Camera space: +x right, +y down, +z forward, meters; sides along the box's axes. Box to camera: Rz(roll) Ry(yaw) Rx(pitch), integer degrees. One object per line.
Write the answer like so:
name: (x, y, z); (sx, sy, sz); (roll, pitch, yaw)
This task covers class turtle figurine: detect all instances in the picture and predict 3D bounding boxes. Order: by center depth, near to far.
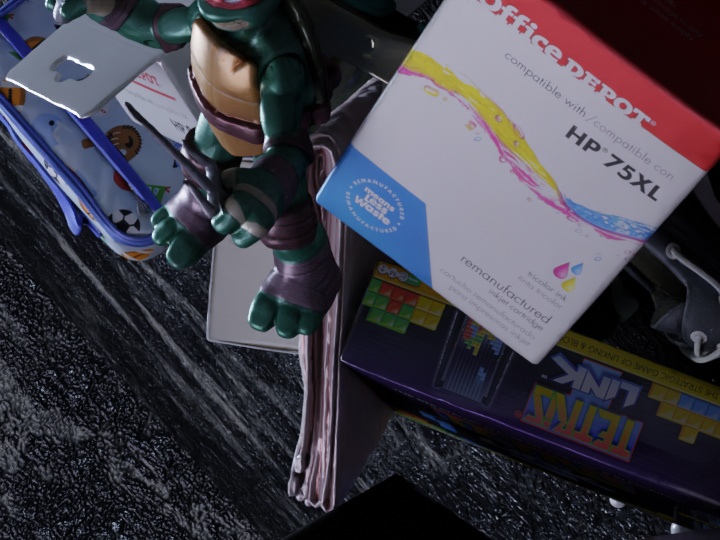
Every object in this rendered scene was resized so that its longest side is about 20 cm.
turtle figurine: (-0.056, -0.067, 0.890); (0.150, 0.100, 0.201); (54, 163, 36)

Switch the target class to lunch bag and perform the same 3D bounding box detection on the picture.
lunch bag: (-0.157, -0.111, 1.456); (0.200, 0.160, 0.076); (50, 167, 4)

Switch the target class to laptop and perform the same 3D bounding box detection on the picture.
laptop: (0.056, 0.201, 1.056); (0.187, 0.199, 0.117); (33, 118, 22)

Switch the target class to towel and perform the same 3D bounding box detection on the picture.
towel: (0.000, 0.000, 1.117); (0.200, 0.032, 0.193); (-52, -33, -69)

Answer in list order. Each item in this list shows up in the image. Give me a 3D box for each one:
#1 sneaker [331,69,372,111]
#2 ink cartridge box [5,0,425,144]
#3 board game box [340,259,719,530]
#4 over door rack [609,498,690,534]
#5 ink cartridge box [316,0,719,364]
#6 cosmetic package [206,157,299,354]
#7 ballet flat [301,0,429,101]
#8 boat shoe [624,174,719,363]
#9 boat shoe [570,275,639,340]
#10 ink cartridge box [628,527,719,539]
sneaker: (-0.039, -0.140, 1.202); (0.200, 0.074, 0.081); (51, 162, -13)
ink cartridge box: (-0.059, -0.120, 1.035); (0.068, 0.200, 0.116); (57, 165, -28)
board game box: (0.102, 0.070, 1.075); (0.198, 0.057, 0.165); (20, 173, 15)
over door rack: (0.213, 0.168, 1.222); (0.200, 0.067, 0.148); (45, 166, 20)
ink cartridge box: (0.077, -0.067, 0.824); (0.116, 0.067, 0.200); (36, 139, 1)
cosmetic package: (-0.023, -0.009, 1.248); (0.072, 0.105, 0.200); (6, -179, 13)
ballet flat: (0.009, -0.089, 0.939); (0.199, 0.070, 0.070); (29, 162, 11)
boat shoe: (0.153, 0.005, 0.993); (0.200, 0.060, 0.076); (50, 167, 2)
boat shoe: (0.090, 0.003, 1.089); (0.072, 0.060, 0.202); (47, -178, 22)
ink cartridge box: (0.220, 0.181, 0.976); (0.164, 0.199, 0.076); (36, 119, 45)
